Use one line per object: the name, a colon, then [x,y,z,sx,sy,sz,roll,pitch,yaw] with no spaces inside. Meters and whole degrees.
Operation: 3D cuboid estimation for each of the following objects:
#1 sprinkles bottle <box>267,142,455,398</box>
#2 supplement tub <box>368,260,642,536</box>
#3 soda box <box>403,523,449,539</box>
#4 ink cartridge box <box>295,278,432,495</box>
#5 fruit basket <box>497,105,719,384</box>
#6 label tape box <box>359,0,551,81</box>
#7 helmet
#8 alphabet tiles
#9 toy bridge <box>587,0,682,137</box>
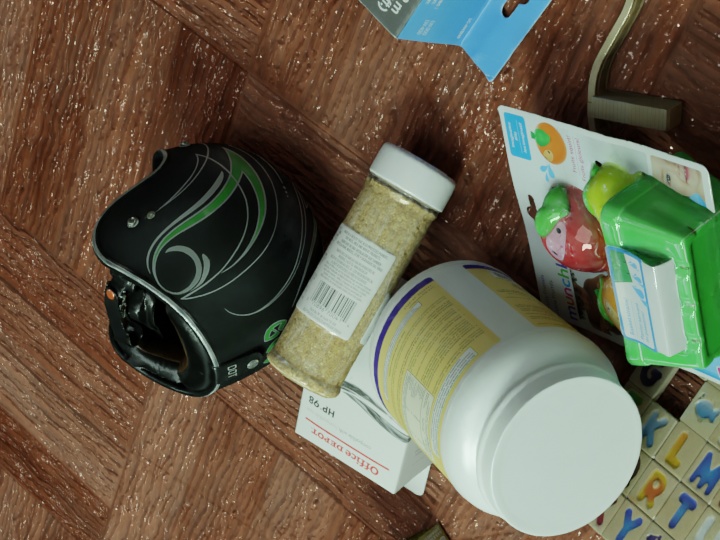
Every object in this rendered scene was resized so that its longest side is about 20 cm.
sprinkles bottle: [0.000,0.000,1.142,0.068,0.068,0.202,31,94,23]
supplement tub: [0.104,0.092,1.064,0.200,0.144,0.147,-136,40,-58]
soda box: [0.010,0.301,1.244,0.068,0.199,0.064,-36,86,43]
ink cartridge box: [0.014,0.108,1.243,0.115,0.066,0.202,28,125,25]
fruit basket: [0.176,-0.013,1.004,0.199,0.093,0.187,19,136,44]
label tape box: [0.052,-0.252,1.051,0.200,0.066,0.144,48,132,13]
helmet: [-0.125,-0.010,1.218,0.198,0.191,0.201,28,146,21]
alphabet tiles: [0.232,0.133,0.993,0.168,0.008,0.200,-56,31,5]
toy bridge: [0.196,-0.115,1.023,0.067,0.027,0.203,16,119,35]
